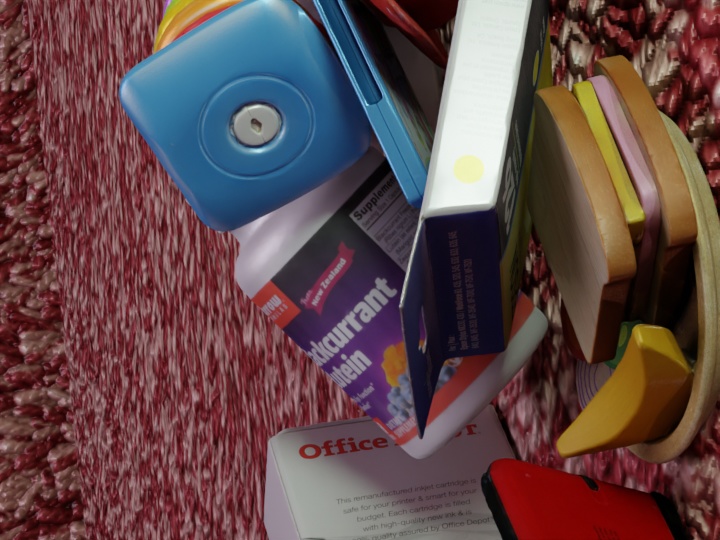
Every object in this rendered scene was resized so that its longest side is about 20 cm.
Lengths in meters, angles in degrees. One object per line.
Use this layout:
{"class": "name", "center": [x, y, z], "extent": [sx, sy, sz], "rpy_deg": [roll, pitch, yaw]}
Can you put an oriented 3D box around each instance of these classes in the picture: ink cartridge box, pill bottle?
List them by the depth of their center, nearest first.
{"class": "ink cartridge box", "center": [0.061, -0.037, 1.232], "extent": [0.198, 0.047, 0.201], "rpy_deg": [79, -161, -68]}
{"class": "pill bottle", "center": [0.000, 0.000, 1.392], "extent": [0.200, 0.111, 0.111], "rpy_deg": [44, 162, -2]}
{"class": "ink cartridge box", "center": [0.036, 0.183, 1.451], "extent": [0.201, 0.145, 0.086], "rpy_deg": [-112, 19, -45]}

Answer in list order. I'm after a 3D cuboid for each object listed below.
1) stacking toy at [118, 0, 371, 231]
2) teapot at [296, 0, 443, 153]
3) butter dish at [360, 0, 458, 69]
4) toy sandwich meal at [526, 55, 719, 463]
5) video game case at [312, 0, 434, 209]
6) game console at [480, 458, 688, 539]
{"class": "stacking toy", "center": [-0.071, -0.126, 1.341], "extent": [0.116, 0.109, 0.200], "rpy_deg": [56, -173, -33]}
{"class": "teapot", "center": [-0.031, -0.162, 1.467], "extent": [0.198, 0.145, 0.201], "rpy_deg": [78, -173, -51]}
{"class": "butter dish", "center": [0.038, -0.226, 1.274], "extent": [0.201, 0.147, 0.200], "rpy_deg": [65, -173, 10]}
{"class": "toy sandwich meal", "center": [0.119, 0.001, 1.208], "extent": [0.205, 0.070, 0.207], "rpy_deg": [173, 90, -75]}
{"class": "video game case", "center": [0.000, -0.124, 1.299], "extent": [0.201, 0.018, 0.143], "rpy_deg": [65, -173, 5]}
{"class": "game console", "center": [0.128, 0.211, 1.193], "extent": [0.119, 0.171, 0.201], "rpy_deg": [-55, 36, 27]}
